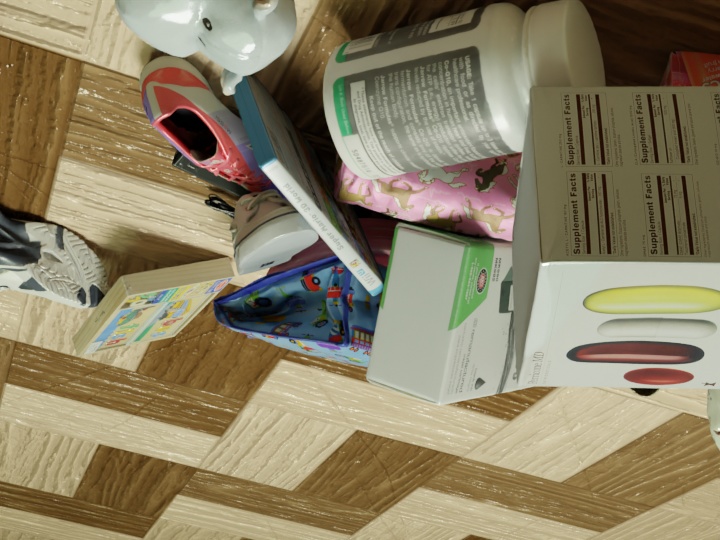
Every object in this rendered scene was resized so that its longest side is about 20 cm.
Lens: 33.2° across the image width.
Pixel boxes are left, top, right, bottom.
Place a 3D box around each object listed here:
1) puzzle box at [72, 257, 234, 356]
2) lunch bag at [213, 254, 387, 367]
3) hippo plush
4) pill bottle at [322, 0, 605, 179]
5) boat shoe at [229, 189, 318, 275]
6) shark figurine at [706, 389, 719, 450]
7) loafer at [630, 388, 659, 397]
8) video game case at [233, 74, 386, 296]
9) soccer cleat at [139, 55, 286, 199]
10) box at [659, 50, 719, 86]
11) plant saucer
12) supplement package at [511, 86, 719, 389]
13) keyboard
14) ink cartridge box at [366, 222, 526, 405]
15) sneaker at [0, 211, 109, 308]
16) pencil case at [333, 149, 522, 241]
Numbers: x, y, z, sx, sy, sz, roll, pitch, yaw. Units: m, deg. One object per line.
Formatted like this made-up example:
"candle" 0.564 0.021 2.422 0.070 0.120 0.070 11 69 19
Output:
"puzzle box" -0.240 0.043 1.382 0.132 0.026 0.200 -12 164 -33
"lunch bag" -0.040 0.055 1.213 0.199 0.095 0.150 -10 161 39
"hippo plush" -0.091 -0.197 0.831 0.198 0.162 0.159 16 150 -13
"pill bottle" 0.080 -0.141 0.935 0.198 0.114 0.113 -8 147 28
"boat shoe" -0.090 -0.040 1.093 0.073 0.066 0.200 -16 177 -18
"shark figurine" 0.452 0.091 1.319 0.089 0.129 0.215 0 144 -42
"loafer" 0.319 0.076 1.307 0.075 0.068 0.200 0 150 15
"video game case" -0.047 -0.081 1.049 0.018 0.144 0.200 -31 137 9
"soccer cleat" -0.120 -0.107 1.076 0.068 0.074 0.200 -30 134 22
"box" 0.285 -0.081 1.006 0.101 0.096 0.201 7 151 2
"plant saucer" 0.000 0.000 1.248 0.198 0.051 0.201 -2 157 -1
"supplement package" 0.216 -0.018 0.873 0.198 0.148 0.192 0 150 3
"keyboard" -0.092 -0.077 1.196 0.199 0.021 0.127 25 142 -25
"ink cartridge box" 0.103 0.037 1.127 0.083 0.148 0.199 15 -171 33
"sneaker" -0.389 -0.004 1.350 0.198 0.080 0.129 20 155 -31
"pencil case" 0.072 -0.084 1.064 0.198 0.087 0.083 12 118 -4
